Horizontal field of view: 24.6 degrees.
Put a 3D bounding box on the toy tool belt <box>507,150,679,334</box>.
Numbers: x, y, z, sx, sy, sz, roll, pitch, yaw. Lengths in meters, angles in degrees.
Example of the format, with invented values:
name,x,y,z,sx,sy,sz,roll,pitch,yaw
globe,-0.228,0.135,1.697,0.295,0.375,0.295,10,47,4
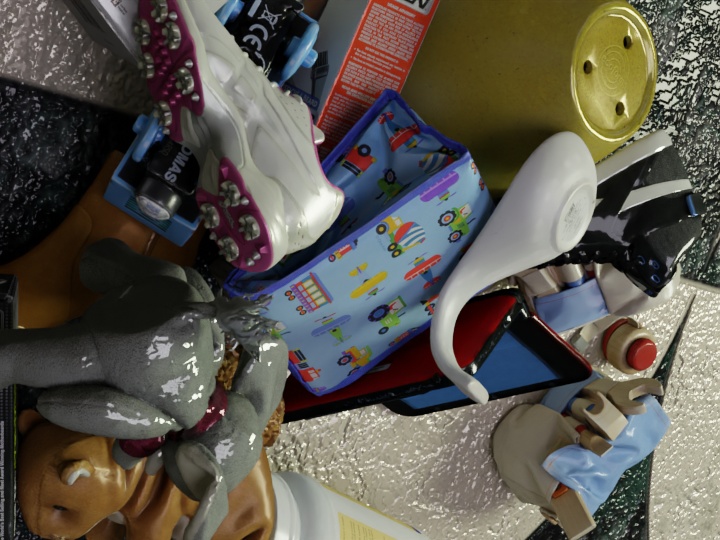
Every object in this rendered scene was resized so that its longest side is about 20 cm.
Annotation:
name,x,y,z,sx,sy,sz,roll,pitch,yaw
toy tool belt,0.163,-0.017,1.383,0.199,0.125,0.124,-21,108,-1

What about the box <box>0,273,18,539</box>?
name,x,y,z,sx,sy,sz,roll,pitch,yaw
box,-0.328,0.096,1.111,0.191,0.048,0.202,3,111,-8

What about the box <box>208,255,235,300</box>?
name,x,y,z,sx,sy,sz,roll,pitch,yaw
box,-0.014,-0.028,1.293,0.200,0.068,0.082,-41,125,-11

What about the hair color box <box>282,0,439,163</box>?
name,x,y,z,sx,sy,sz,roll,pitch,yaw
hair color box,-0.025,-0.143,1.212,0.064,0.111,0.201,19,98,-37

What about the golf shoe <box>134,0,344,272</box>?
name,x,y,z,sx,sy,sz,roll,pitch,yaw
golf shoe,-0.078,-0.101,1.060,0.091,0.075,0.201,-22,91,-33

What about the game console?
name,x,y,z,sx,sy,sz,roll,pitch,yaw
game console,0.054,0.096,1.296,0.119,0.199,0.172,62,37,-16

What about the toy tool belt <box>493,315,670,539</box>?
name,x,y,z,sx,sy,sz,roll,pitch,yaw
toy tool belt,0.223,0.144,1.484,0.200,0.123,0.125,-48,127,-7

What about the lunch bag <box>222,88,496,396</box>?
name,x,y,z,sx,sy,sz,roll,pitch,yaw
lunch bag,0.000,0.000,1.173,0.200,0.094,0.151,-44,145,-7

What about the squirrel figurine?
name,x,y,z,sx,sy,sz,roll,pitch,yaw
squirrel figurine,-0.156,0.128,1.212,0.186,0.142,0.201,17,107,-36

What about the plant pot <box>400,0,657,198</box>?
name,x,y,z,sx,sy,sz,roll,pitch,yaw
plant pot,0.137,-0.148,1.238,0.199,0.141,0.202,-8,102,-43

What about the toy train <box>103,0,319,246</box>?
name,x,y,z,sx,sy,sz,roll,pitch,yaw
toy train,-0.102,-0.116,1.147,0.086,0.114,0.201,32,72,-9

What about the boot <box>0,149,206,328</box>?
name,x,y,z,sx,sy,sz,roll,pitch,yaw
boot,-0.206,-0.021,1.182,0.200,0.071,0.145,20,92,-40

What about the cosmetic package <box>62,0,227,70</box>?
name,x,y,z,sx,sy,sz,roll,pitch,yaw
cosmetic package,-0.113,-0.240,1.117,0.200,0.107,0.085,-43,125,-9

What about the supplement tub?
name,x,y,z,sx,sy,sz,roll,pitch,yaw
supplement tub,-0.040,0.250,1.346,0.199,0.145,0.146,31,92,-37

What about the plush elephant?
name,x,y,z,sx,sy,sz,roll,pitch,yaw
plush elephant,-0.125,0.083,1.072,0.165,0.198,0.156,-52,137,-49

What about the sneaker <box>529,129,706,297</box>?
name,x,y,z,sx,sy,sz,roll,pitch,yaw
sneaker,0.179,-0.015,1.273,0.199,0.073,0.112,-30,85,-4

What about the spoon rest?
name,x,y,z,sx,sy,sz,roll,pitch,yaw
spoon rest,0.106,-0.008,1.161,0.201,0.060,0.099,-60,149,-11
